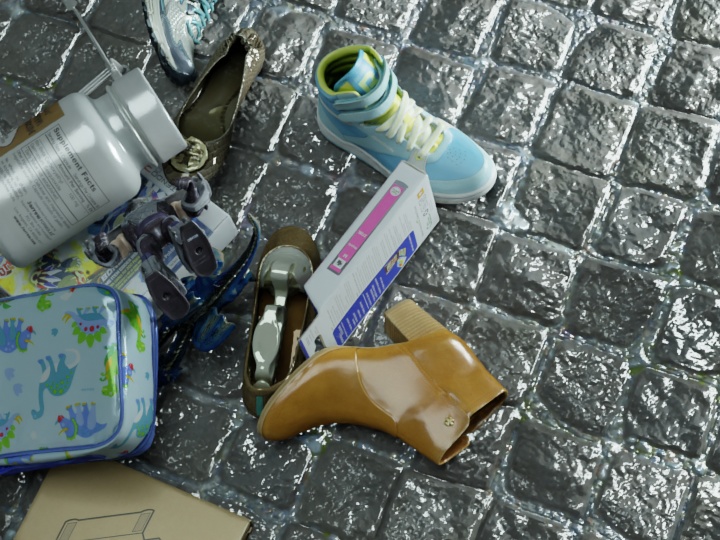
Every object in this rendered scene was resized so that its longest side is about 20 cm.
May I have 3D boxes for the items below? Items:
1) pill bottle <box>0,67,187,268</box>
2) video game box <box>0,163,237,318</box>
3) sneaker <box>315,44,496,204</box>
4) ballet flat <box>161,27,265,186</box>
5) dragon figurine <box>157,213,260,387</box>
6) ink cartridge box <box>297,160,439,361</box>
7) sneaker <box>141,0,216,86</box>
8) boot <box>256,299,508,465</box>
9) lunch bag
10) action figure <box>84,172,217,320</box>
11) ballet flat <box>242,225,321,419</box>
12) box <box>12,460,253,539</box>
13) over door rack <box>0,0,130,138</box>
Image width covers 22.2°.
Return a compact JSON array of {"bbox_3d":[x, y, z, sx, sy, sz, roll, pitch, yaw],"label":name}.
[{"bbox_3d":[-0.269,-0.101,1.728,0.199,0.114,0.115,-33,64,-2],"label":"pill bottle"},{"bbox_3d":[-0.251,-0.025,1.784,0.182,0.047,0.200,36,75,25],"label":"video game box"},{"bbox_3d":[0.035,-0.142,1.741,0.199,0.131,0.080,26,70,19],"label":"sneaker"},{"bbox_3d":[-0.143,-0.165,1.808,0.067,0.046,0.201,20,57,7],"label":"ballet flat"},{"bbox_3d":[-0.144,0.034,1.689,0.059,0.200,0.100,37,44,-15],"label":"dragon figurine"},{"bbox_3d":[0.000,0.000,1.701,0.037,0.095,0.200,30,73,21],"label":"ink cartridge box"},{"bbox_3d":[-0.180,-0.283,1.875,0.086,0.078,0.201,-12,64,0],"label":"sneaker"},{"bbox_3d":[0.021,0.126,1.651,0.201,0.071,0.144,-36,62,-13],"label":"boot"},{"bbox_3d":[-0.282,0.102,1.673,0.199,0.082,0.162,-10,76,23],"label":"lunch bag"},{"bbox_3d":[-0.184,-0.033,1.679,0.130,0.069,0.200,-41,28,-2],"label":"action figure"},{"bbox_3d":[-0.077,0.039,1.708,0.067,0.072,0.201,7,66,10],"label":"ballet flat"},{"bbox_3d":[-0.219,0.263,1.656,0.199,0.021,0.164,20,70,17],"label":"box"},{"bbox_3d":[-0.314,-0.189,1.853,0.147,0.067,0.200,-38,51,2],"label":"over door rack"}]
